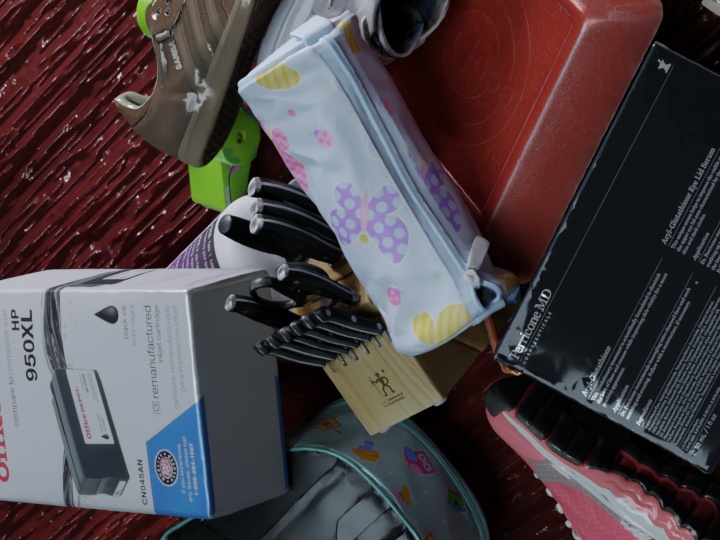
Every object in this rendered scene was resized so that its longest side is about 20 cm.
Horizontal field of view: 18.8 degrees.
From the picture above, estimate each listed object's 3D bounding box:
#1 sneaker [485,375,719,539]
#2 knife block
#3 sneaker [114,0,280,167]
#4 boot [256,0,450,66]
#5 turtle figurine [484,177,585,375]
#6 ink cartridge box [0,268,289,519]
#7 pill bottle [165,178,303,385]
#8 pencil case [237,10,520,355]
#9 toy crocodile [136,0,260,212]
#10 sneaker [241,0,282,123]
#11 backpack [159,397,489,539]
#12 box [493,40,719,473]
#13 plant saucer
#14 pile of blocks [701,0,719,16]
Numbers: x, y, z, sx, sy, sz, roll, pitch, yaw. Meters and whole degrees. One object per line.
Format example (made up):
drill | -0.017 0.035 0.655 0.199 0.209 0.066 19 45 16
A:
sneaker | 0.152 0.149 1.381 0.200 0.074 0.087 37 124 14
knife block | 0.000 0.000 1.337 0.064 0.200 0.176 -28 100 35
sneaker | -0.095 -0.162 1.334 0.075 0.070 0.201 26 111 9
boot | -0.002 -0.145 1.305 0.096 0.073 0.201 56 132 53
turtle figurine | 0.147 -0.036 1.316 0.160 0.064 0.202 2 82 18
ink cartridge box | -0.152 0.076 1.398 0.199 0.084 0.146 -1 98 37
pill bottle | -0.079 0.026 1.457 0.113 0.112 0.200 51 125 4
pencil case | 0.011 -0.049 1.254 0.083 0.091 0.201 -32 92 -8
toy crocodile | -0.099 -0.133 1.446 0.067 0.062 0.201 12 118 43
sneaker | -0.028 -0.175 1.376 0.086 0.074 0.201 25 119 19
backpack | -0.010 0.183 1.451 0.176 0.153 0.200 51 133 5
box | 0.183 -0.009 1.240 0.140 0.079 0.201 28 98 4
plant saucer | 0.074 -0.129 1.302 0.200 0.036 0.201 53 131 38
pile of blocks | 0.214 -0.186 1.221 0.199 0.082 0.062 34 122 16
